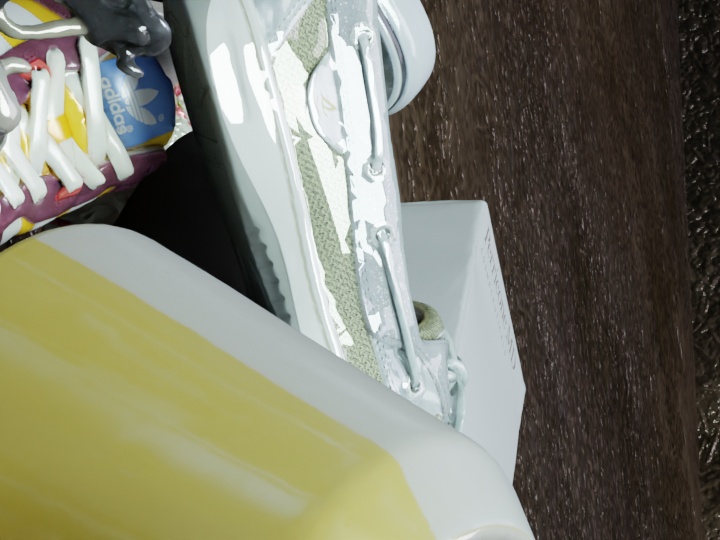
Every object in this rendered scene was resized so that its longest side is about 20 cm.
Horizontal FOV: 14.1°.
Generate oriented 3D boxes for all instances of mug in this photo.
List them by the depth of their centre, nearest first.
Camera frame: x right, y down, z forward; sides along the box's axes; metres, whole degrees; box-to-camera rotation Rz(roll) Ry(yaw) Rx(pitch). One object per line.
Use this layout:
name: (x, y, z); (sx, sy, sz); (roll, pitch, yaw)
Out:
mug: (-0.046, 0.089, 0.761); (0.186, 0.153, 0.150); (-37, 135, -38)

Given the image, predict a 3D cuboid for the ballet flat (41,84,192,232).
ballet flat: (-0.080, -0.081, 1.035); (0.200, 0.075, 0.064); (-81, 152, -60)

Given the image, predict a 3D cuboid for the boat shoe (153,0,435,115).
boat shoe: (-0.065, -0.113, 0.985); (0.200, 0.072, 0.071); (40, 43, -4)

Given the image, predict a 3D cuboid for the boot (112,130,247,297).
boot: (-0.083, 0.018, 0.868); (0.138, 0.077, 0.201); (58, 43, -54)

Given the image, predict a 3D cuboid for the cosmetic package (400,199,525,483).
cosmetic package: (0.011, 0.072, 1.058); (0.200, 0.074, 0.102); (-76, 157, -49)

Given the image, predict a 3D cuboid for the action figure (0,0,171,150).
action figure: (-0.127, -0.043, 0.704); (0.200, 0.102, 0.119); (-46, 179, -26)

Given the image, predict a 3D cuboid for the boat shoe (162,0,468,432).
boat shoe: (-0.001, -0.001, 0.866); (0.074, 0.065, 0.203); (-148, -142, -74)

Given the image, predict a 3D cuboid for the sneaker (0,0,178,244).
sneaker: (-0.104, -0.044, 0.846); (0.200, 0.090, 0.075); (-71, 152, -65)
